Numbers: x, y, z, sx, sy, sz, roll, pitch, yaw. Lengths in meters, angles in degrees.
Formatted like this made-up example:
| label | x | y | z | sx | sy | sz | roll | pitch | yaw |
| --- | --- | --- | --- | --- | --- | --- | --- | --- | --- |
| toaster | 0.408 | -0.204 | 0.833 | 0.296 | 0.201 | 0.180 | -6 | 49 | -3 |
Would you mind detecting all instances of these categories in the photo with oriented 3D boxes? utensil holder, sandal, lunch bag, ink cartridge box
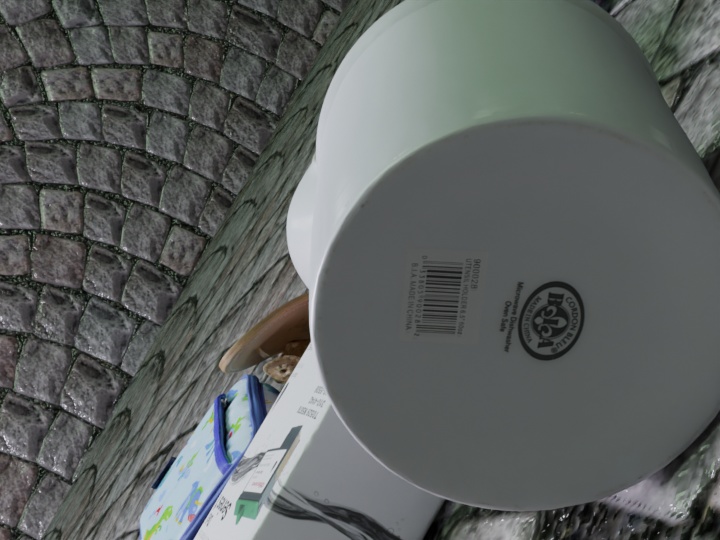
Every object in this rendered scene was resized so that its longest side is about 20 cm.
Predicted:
| label | x | y | z | sx | sy | sz | roll | pitch | yaw |
| --- | --- | --- | --- | --- | --- | --- | --- | --- | --- |
| utensil holder | 0.063 | -0.020 | 0.548 | 0.170 | 0.170 | 0.200 | -54 | 14 | 20 |
| sandal | -0.030 | 0.063 | 1.033 | 0.078 | 0.070 | 0.212 | -47 | -10 | 19 |
| lunch bag | -0.096 | 0.166 | 0.976 | 0.161 | 0.082 | 0.200 | -54 | 12 | 6 |
| ink cartridge box | -0.018 | 0.121 | 0.722 | 0.200 | 0.084 | 0.146 | -59 | 10 | -11 |

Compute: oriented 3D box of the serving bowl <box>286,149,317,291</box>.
| label | x | y | z | sx | sy | sz | roll | pitch | yaw |
| --- | --- | --- | --- | --- | --- | --- | --- | --- | --- |
| serving bowl | 0.023 | -0.073 | 0.815 | 0.200 | 0.066 | 0.200 | -40 | 16 | 14 |
